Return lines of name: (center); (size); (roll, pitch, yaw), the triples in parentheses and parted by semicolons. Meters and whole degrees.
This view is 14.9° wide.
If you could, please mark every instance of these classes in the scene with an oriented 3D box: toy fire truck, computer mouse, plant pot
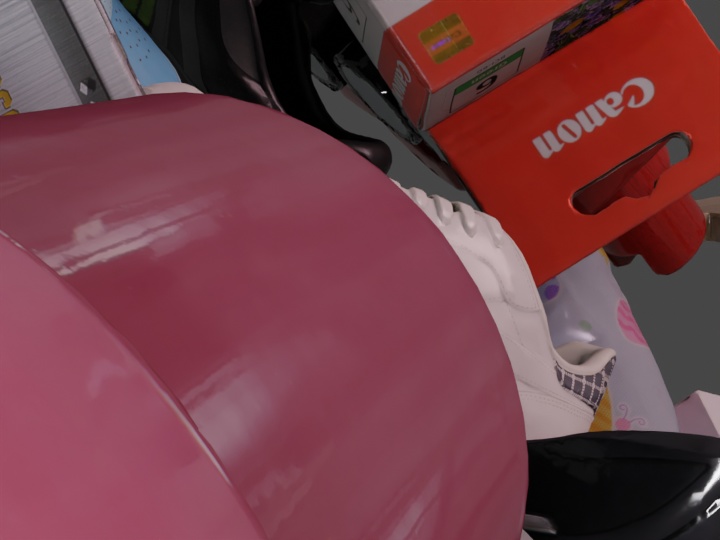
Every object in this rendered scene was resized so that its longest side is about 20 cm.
toy fire truck: (0.086, -0.060, 1.072); (0.200, 0.129, 0.176); (51, -8, -36)
computer mouse: (0.062, 0.092, 0.812); (0.140, 0.199, 0.046); (38, 61, -44)
plant pot: (-0.066, 0.056, 0.465); (0.201, 0.200, 0.179); (55, 36, -1)

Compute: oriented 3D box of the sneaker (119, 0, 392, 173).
sneaker: (-0.055, -0.097, 0.929); (0.200, 0.083, 0.071); (58, 22, 7)

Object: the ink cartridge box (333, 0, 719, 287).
ink cartridge box: (0.048, -0.107, 0.931); (0.201, 0.109, 0.050); (57, -10, 11)

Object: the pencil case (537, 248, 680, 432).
pencil case: (0.081, 0.082, 0.960); (0.091, 0.083, 0.201); (93, -21, -58)

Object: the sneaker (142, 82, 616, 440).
sneaker: (0.000, 0.000, 0.873); (0.200, 0.081, 0.076); (45, -12, -30)

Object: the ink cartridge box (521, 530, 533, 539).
ink cartridge box: (0.032, 0.127, 0.646); (0.160, 0.047, 0.200); (45, 17, -27)

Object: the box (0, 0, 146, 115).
box: (-0.093, -0.056, 0.678); (0.201, 0.048, 0.158); (66, -9, -27)

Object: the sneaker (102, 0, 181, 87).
sneaker: (-0.091, -0.115, 0.811); (0.200, 0.130, 0.080); (40, 25, -38)

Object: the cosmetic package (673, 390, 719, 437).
cosmetic package: (0.148, 0.097, 1.092); (0.200, 0.082, 0.051); (15, 44, -59)
